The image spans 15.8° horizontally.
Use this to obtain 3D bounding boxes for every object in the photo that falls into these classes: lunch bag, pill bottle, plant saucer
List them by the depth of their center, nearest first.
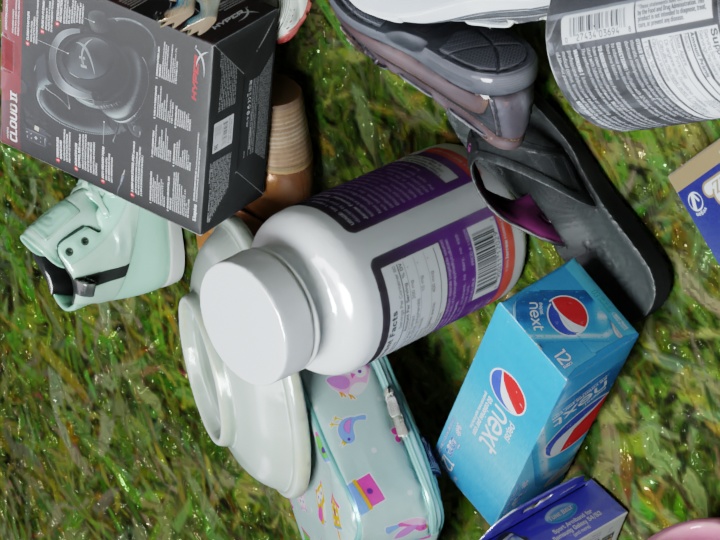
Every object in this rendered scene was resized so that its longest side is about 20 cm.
[{"bbox_3d":[0.202,-0.136,1.402,0.200,0.106,0.106,-5,106,51],"label":"pill bottle"},{"bbox_3d":[0.000,0.000,1.647,0.111,0.200,0.112,27,129,40],"label":"pill bottle"},{"bbox_3d":[-0.087,0.063,1.772,0.200,0.050,0.200,167,90,-77],"label":"plant saucer"},{"bbox_3d":[-0.004,0.135,1.782,0.200,0.077,0.161,102,151,-62],"label":"lunch bag"}]

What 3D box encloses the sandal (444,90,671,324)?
[{"bbox_3d":[0.113,-0.049,1.608,0.200,0.048,0.075,50,141,20],"label":"sandal"}]

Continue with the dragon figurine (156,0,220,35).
[{"bbox_3d":[-0.093,-0.214,1.625,0.200,0.059,0.100,-26,74,26],"label":"dragon figurine"}]

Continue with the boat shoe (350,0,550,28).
[{"bbox_3d":[0.076,-0.179,1.563,0.200,0.068,0.072,0,77,43],"label":"boat shoe"}]

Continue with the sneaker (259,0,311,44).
[{"bbox_3d":[-0.102,-0.236,1.737,0.200,0.082,0.078,58,143,8],"label":"sneaker"}]

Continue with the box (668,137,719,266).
[{"bbox_3d":[0.266,0.003,1.466,0.200,0.032,0.121,59,143,6],"label":"box"}]

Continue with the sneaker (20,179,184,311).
[{"bbox_3d":[-0.198,-0.066,1.921,0.074,0.118,0.201,15,120,48],"label":"sneaker"}]

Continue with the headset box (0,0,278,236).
[{"bbox_3d":[-0.160,-0.134,1.752,0.200,0.077,0.149,25,127,27],"label":"headset box"}]

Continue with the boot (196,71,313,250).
[{"bbox_3d":[-0.108,-0.088,1.850,0.200,0.077,0.155,25,132,32],"label":"boot"}]

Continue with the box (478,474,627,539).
[{"bbox_3d":[0.106,0.221,1.711,0.041,0.119,0.200,44,139,26],"label":"box"}]

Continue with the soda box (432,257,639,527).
[{"bbox_3d":[0.109,0.081,1.647,0.068,0.064,0.200,50,152,19],"label":"soda box"}]

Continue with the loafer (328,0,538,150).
[{"bbox_3d":[0.039,-0.135,1.618,0.200,0.072,0.063,38,143,47],"label":"loafer"}]

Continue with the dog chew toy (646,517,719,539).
[{"bbox_3d":[0.227,0.253,1.586,0.124,0.125,0.200,5,122,49],"label":"dog chew toy"}]
